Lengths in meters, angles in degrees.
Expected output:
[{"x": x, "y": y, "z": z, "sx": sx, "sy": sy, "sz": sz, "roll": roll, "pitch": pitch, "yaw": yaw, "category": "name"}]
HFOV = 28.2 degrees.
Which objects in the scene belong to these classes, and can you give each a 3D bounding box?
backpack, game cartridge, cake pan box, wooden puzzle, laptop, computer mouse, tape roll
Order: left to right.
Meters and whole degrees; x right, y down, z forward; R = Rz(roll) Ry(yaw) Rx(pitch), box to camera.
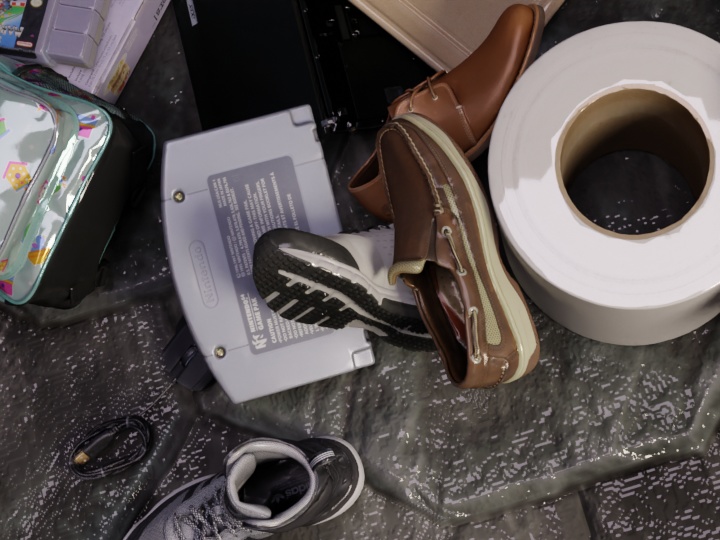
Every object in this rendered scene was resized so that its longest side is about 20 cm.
[{"x": -0.286, "y": -0.080, "z": 1.101, "sx": 0.199, "sy": 0.153, "sz": 0.177, "roll": 28, "pitch": 95, "yaw": 25, "category": "backpack"}, {"x": -0.295, "y": -0.236, "z": 1.150, "sx": 0.198, "sy": 0.038, "sz": 0.131, "roll": 10, "pitch": 75, "yaw": 12, "category": "game cartridge"}, {"x": -0.244, "y": -0.256, "z": 1.188, "sx": 0.183, "sy": 0.052, "sz": 0.201, "roll": 24, "pitch": 82, "yaw": 12, "category": "cake pan box"}, {"x": -0.150, "y": 0.086, "z": 1.100, "sx": 0.059, "sy": 0.034, "sz": 0.200, "roll": 43, "pitch": 87, "yaw": 15, "category": "computer mouse"}, {"x": -0.076, "y": -0.010, "z": 1.067, "sx": 0.132, "sy": 0.042, "sz": 0.202, "roll": -14, "pitch": 95, "yaw": -4, "category": "game cartridge"}, {"x": -0.030, "y": -0.175, "z": 1.153, "sx": 0.198, "sy": 0.103, "sz": 0.179, "roll": -10, "pitch": 75, "yaw": -19, "category": "laptop"}, {"x": 0.079, "y": -0.258, "z": 1.122, "sx": 0.185, "sy": 0.037, "sz": 0.201, "roll": 38, "pitch": 80, "yaw": -2, "category": "wooden puzzle"}, {"x": 0.194, "y": -0.058, "z": 1.022, "sx": 0.200, "sy": 0.139, "sz": 0.205, "roll": -2, "pitch": 76, "yaw": 10, "category": "tape roll"}]

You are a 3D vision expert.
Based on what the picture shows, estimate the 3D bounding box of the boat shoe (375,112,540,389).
[{"x": 0.053, "y": -0.014, "z": 0.987, "sx": 0.074, "sy": 0.075, "sz": 0.204, "roll": -17, "pitch": 75, "yaw": -35, "category": "boat shoe"}]

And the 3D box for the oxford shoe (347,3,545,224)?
[{"x": 0.063, "y": -0.119, "z": 1.055, "sx": 0.071, "sy": 0.071, "sz": 0.201, "roll": 31, "pitch": 106, "yaw": -18, "category": "oxford shoe"}]

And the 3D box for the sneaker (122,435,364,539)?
[{"x": -0.097, "y": 0.171, "z": 1.029, "sx": 0.199, "sy": 0.114, "sz": 0.076, "roll": -26, "pitch": 74, "yaw": 3, "category": "sneaker"}]

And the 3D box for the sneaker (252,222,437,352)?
[{"x": 0.000, "y": 0.000, "z": 1.033, "sx": 0.073, "sy": 0.199, "sz": 0.081, "roll": -24, "pitch": 59, "yaw": 39, "category": "sneaker"}]
